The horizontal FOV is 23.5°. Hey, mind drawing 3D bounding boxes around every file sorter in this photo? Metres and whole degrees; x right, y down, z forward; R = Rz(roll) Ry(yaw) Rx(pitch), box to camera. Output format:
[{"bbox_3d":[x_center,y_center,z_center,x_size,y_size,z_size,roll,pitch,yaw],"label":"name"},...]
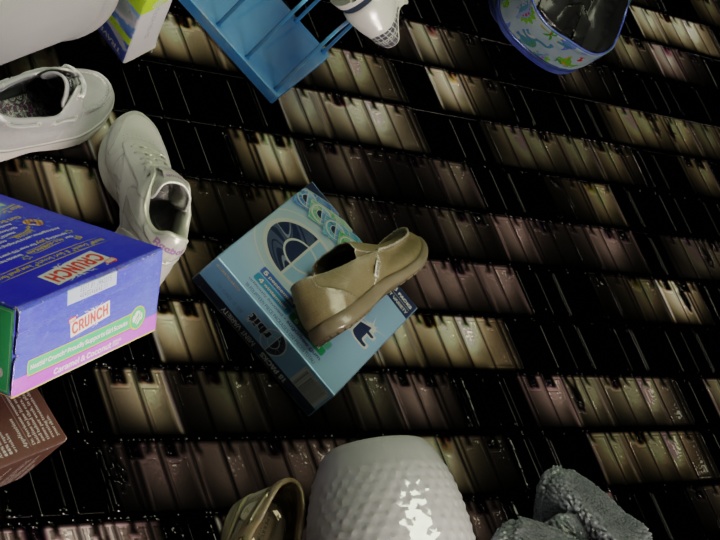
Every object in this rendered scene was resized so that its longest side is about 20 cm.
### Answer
[{"bbox_3d":[-0.098,-0.311,1.861,0.200,0.123,0.139,48,36,-4],"label":"file sorter"}]

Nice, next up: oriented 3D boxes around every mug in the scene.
[{"bbox_3d":[0.027,0.242,1.478,0.200,0.147,0.176,72,9,-72],"label":"mug"}]

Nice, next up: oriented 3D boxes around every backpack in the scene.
[{"bbox_3d":[0.260,-0.363,2.268,0.183,0.147,0.200,30,61,-24],"label":"backpack"}]

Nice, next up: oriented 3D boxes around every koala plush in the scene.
[{"bbox_3d":[0.175,0.318,1.539,0.184,0.200,0.177,37,29,12],"label":"koala plush"}]

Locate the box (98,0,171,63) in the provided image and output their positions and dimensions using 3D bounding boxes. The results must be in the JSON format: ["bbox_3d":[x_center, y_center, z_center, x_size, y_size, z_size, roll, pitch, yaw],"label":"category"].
[{"bbox_3d":[-0.234,-0.285,1.662,0.048,0.200,0.122,-34,85,-23],"label":"box"}]

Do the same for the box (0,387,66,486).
[{"bbox_3d":[-0.322,0.127,1.263,0.200,0.075,0.100,-19,74,-55],"label":"box"}]

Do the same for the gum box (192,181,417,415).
[{"bbox_3d":[-0.049,0.023,1.680,0.170,0.045,0.200,50,34,-2],"label":"gum box"}]

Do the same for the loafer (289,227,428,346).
[{"bbox_3d":[0.000,0.000,1.650,0.068,0.076,0.200,56,34,-6],"label":"loafer"}]

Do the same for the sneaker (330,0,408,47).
[{"bbox_3d":[0.016,-0.319,1.839,0.080,0.076,0.200,43,39,-31],"label":"sneaker"}]

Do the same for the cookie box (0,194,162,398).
[{"bbox_3d":[-0.281,0.010,1.317,0.200,0.075,0.171,18,24,28],"label":"cookie box"}]

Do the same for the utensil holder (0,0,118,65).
[{"bbox_3d":[-0.334,-0.262,1.523,0.170,0.170,0.200,52,38,2],"label":"utensil holder"}]

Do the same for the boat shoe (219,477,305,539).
[{"bbox_3d":[-0.085,0.253,1.415,0.072,0.065,0.200,36,37,-19],"label":"boat shoe"}]

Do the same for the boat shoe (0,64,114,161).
[{"bbox_3d":[-0.283,-0.154,1.561,0.200,0.068,0.072,-20,74,-53],"label":"boat shoe"}]

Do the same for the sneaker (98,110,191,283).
[{"bbox_3d":[-0.185,-0.075,1.572,0.075,0.100,0.200,19,45,-34],"label":"sneaker"}]
